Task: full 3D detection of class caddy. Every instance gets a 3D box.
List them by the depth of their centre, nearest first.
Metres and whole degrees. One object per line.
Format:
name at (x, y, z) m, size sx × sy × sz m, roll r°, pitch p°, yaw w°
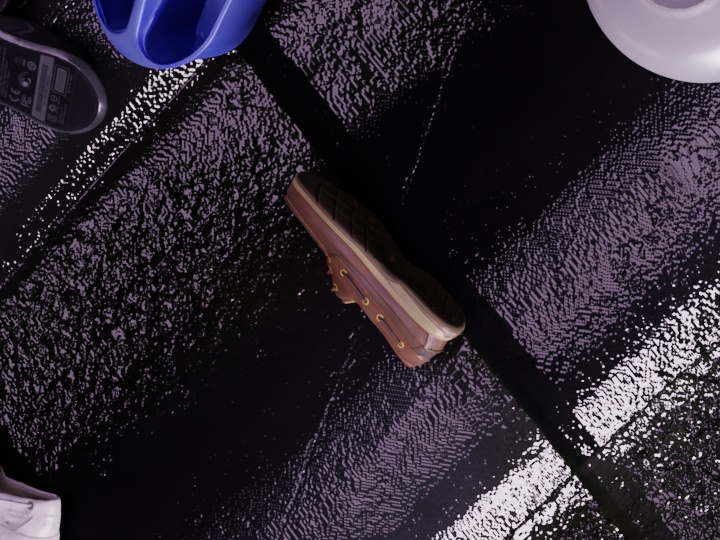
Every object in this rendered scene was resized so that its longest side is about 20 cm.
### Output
caddy at (-0.153, -0.273, 1.711) m, size 0.141 × 0.105 × 0.200 m, roll 36°, pitch 113°, yaw 18°

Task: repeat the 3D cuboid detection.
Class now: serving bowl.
serving bowl at (0.256, -0.245, 1.519) m, size 0.200 × 0.066 × 0.201 m, roll 4°, pitch 99°, yaw 28°

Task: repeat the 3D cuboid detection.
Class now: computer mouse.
computer mouse at (-0.315, -0.200, 1.824) m, size 0.200 × 0.053 × 0.139 m, roll 27°, pitch 126°, yaw 6°

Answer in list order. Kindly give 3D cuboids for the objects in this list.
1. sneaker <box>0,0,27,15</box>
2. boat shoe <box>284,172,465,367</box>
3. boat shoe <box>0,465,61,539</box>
sneaker at (-0.332, -0.325, 1.826) m, size 0.104 × 0.060 × 0.200 m, roll 3°, pitch 102°, yaw 23°
boat shoe at (0.000, 0.000, 1.692) m, size 0.200 × 0.072 × 0.068 m, roll 47°, pitch 114°, yaw 11°
boat shoe at (-0.379, 0.211, 1.934) m, size 0.200 × 0.071 × 0.069 m, roll 20°, pitch 106°, yaw 16°
